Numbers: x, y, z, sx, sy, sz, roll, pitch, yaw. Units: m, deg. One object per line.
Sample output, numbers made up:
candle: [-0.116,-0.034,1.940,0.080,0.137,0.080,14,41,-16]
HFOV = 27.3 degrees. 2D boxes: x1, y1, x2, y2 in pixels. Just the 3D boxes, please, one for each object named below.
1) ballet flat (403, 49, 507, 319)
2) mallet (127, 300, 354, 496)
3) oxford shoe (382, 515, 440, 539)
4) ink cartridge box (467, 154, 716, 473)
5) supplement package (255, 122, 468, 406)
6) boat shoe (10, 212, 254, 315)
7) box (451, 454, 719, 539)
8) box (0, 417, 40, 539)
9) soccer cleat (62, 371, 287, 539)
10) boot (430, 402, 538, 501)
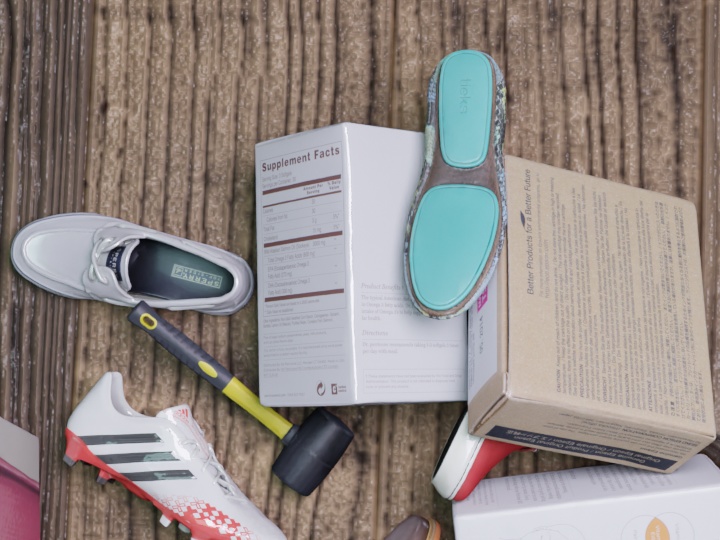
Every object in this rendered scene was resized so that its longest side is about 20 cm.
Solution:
ballet flat: [0.073,-0.056,1.061,0.074,0.074,0.201,9,76,5]
mallet: [-0.090,0.085,1.151,0.066,0.041,0.200,-44,95,-1]
oxford shoe: [-0.020,0.252,1.119,0.073,0.071,0.200,46,78,-8]
ink cartridge box: [0.163,0.032,1.075,0.164,0.075,0.201,13,58,-14]
supplement package: [0.000,0.000,1.109,0.116,0.117,0.201,3,83,-39]
boat shoe: [-0.183,-0.008,1.170,0.199,0.065,0.074,5,86,5]
box: [0.174,0.229,1.091,0.199,0.106,0.153,-7,94,3]
box: [-0.316,0.218,1.114,0.127,0.109,0.201,-9,71,7]
soccer cleat: [-0.137,0.152,1.153,0.199,0.069,0.086,29,92,11]
boot: [0.152,0.119,1.105,0.144,0.072,0.200,38,61,4]
